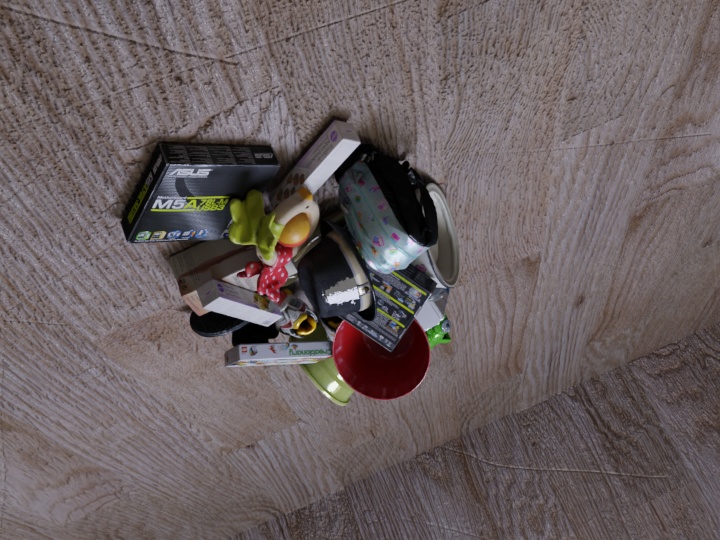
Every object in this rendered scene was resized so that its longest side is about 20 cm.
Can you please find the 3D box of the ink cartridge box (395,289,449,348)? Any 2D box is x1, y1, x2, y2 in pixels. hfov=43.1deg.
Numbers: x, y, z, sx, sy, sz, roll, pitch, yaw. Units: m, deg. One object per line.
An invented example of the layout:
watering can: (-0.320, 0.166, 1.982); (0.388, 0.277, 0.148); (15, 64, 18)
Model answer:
ink cartridge box: (0.108, 0.076, 1.972); (0.144, 0.085, 0.200); (-32, -170, 16)

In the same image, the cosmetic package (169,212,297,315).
cosmetic package: (-0.222, -0.010, 1.609); (0.198, 0.088, 0.104); (-25, 154, 1)

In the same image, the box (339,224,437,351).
box: (0.018, 0.032, 1.669); (0.161, 0.199, 0.044); (-58, 177, 33)

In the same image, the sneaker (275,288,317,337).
sneaker: (-0.125, 0.104, 1.798); (0.078, 0.082, 0.200); (-50, 163, -2)

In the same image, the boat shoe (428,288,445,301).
boat shoe: (0.089, 0.044, 1.774); (0.198, 0.072, 0.068); (-12, 137, -33)

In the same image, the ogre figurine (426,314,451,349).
ogre figurine: (0.160, 0.122, 2.180); (0.097, 0.121, 0.200); (5, 142, -47)

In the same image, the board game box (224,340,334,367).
board game box: (-0.166, 0.170, 1.848); (0.197, 0.035, 0.126); (0, 169, -22)

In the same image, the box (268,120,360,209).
box: (-0.078, -0.162, 1.479); (0.041, 0.039, 0.200); (2, 145, -43)

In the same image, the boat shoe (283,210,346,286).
boat shoe: (-0.099, -0.052, 1.691); (0.200, 0.063, 0.073); (-41, 147, 19)

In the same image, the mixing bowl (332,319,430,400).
mixing bowl: (0.049, 0.147, 1.842); (0.199, 0.201, 0.108); (-32, -171, 18)

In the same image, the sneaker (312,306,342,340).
sneaker: (-0.046, 0.115, 1.901); (0.077, 0.082, 0.201); (-34, 116, 2)

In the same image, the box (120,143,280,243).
box: (-0.250, -0.118, 1.419); (0.198, 0.048, 0.193); (-4, 150, -39)

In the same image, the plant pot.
plant pot: (-0.028, 0.166, 2.042); (0.184, 0.201, 0.200); (-41, 153, 9)

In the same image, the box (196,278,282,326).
box: (-0.209, 0.059, 1.604); (0.041, 0.039, 0.199); (-33, 155, 19)

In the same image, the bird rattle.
bird rattle: (-0.125, -0.047, 1.471); (0.163, 0.112, 0.201); (-41, 147, -17)

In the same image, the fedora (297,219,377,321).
fedora: (-0.051, 0.016, 1.550); (0.091, 0.202, 0.201); (-27, 157, -15)

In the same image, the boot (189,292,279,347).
boot: (-0.250, 0.117, 1.847); (0.198, 0.077, 0.169); (-21, 152, -23)

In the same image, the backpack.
backpack: (0.044, -0.098, 1.539); (0.126, 0.202, 0.166); (-38, 153, 29)

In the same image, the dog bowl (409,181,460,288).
dog bowl: (0.121, -0.059, 1.713); (0.073, 0.203, 0.200); (-11, 161, 23)
